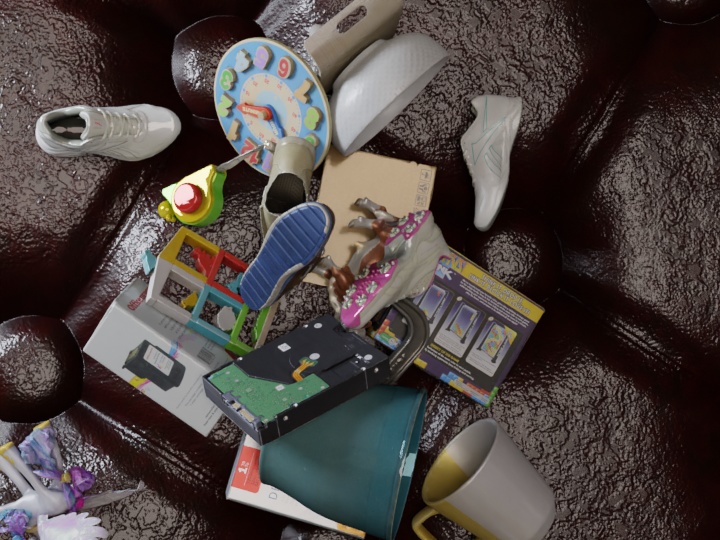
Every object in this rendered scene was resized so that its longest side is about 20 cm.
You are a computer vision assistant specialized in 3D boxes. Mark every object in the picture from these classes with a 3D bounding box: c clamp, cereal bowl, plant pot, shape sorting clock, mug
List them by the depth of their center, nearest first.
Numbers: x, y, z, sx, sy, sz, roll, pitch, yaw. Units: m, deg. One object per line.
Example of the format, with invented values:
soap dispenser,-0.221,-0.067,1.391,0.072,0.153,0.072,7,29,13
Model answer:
plant pot,-0.026,0.230,1.599,0.187,0.200,0.201,12,87,9
c clamp,-0.010,0.099,1.676,0.200,0.027,0.171,-43,103,-1
shape sorting clock,-0.122,-0.216,1.679,0.039,0.200,0.200,-38,94,-42
cereal bowl,0.023,-0.252,1.682,0.200,0.200,0.083,-44,90,-6
mug,0.180,0.317,1.735,0.153,0.186,0.150,42,51,-13

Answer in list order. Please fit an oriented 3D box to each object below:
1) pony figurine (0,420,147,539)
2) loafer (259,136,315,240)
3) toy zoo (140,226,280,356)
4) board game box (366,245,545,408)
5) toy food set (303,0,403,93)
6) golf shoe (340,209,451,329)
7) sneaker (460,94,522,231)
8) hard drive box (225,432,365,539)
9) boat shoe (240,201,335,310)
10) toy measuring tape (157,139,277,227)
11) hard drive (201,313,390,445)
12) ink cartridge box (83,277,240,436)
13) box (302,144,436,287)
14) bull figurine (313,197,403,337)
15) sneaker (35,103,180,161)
pony figurine,-0.408,0.309,1.651,0.192,0.166,0.201,-24,96,25
loafer,-0.103,-0.086,1.680,0.075,0.068,0.201,10,130,6
toy zoo,-0.208,0.025,1.682,0.199,0.020,0.132,31,49,-15
board game box,0.133,0.072,1.745,0.199,0.057,0.166,33,85,-13
toy food set,-0.021,-0.313,1.675,0.143,0.200,0.060,-40,88,-7
golf shoe,0.053,0.012,1.641,0.092,0.075,0.200,50,65,-24
sneaker,0.178,-0.155,1.769,0.080,0.070,0.202,10,81,2
hard drive box,-0.070,0.267,1.717,0.199,0.077,0.157,17,86,-6
boat shoe,-0.089,-0.028,1.649,0.072,0.200,0.072,-23,73,-50
toy measuring tape,-0.192,-0.109,1.694,0.199,0.074,0.074,-23,92,20
hard drive,-0.080,0.135,1.559,0.199,0.139,0.038,-26,126,-28
ink cartridge box,-0.253,0.112,1.657,0.200,0.146,0.083,36,103,-5
box,0.012,-0.066,1.762,0.162,0.021,0.201,12,88,-6
bull figurine,0.000,0.000,1.709,0.121,0.065,0.200,39,85,-20
sneaker,-0.344,-0.190,1.682,0.199,0.099,0.078,-6,89,-7
